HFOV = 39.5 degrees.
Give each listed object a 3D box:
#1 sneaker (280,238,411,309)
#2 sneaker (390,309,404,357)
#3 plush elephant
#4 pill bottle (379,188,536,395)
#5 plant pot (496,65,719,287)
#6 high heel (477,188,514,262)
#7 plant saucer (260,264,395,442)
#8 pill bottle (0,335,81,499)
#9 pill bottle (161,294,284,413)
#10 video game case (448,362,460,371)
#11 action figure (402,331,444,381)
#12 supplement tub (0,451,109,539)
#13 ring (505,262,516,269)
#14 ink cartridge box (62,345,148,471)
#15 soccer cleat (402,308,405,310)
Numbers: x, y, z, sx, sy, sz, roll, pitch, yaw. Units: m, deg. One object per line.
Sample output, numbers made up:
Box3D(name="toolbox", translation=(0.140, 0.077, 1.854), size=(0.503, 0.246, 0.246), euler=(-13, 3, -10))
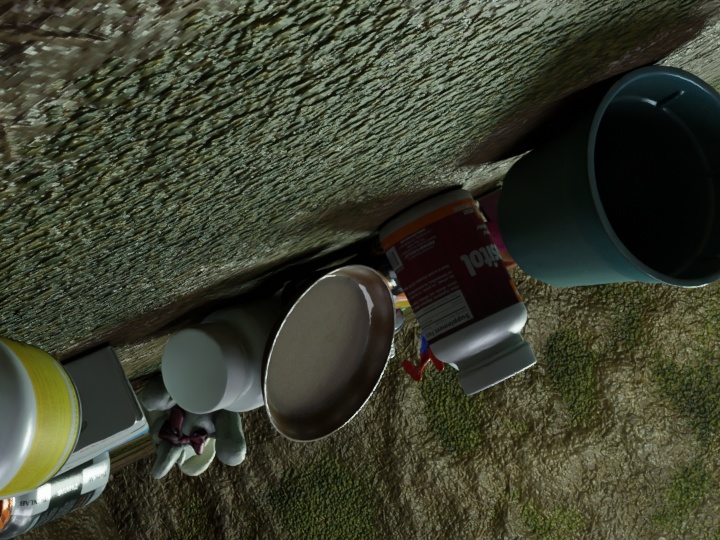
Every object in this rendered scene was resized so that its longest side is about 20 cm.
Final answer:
Box3D(name="sneaker", translation=(0.000, 0.000, 1.144), size=(0.198, 0.070, 0.091), euler=(-8, 132, -33))
Box3D(name="sneaker", translation=(0.026, 0.092, 1.387), size=(0.072, 0.071, 0.200), euler=(-26, -179, -12))
Box3D(name="plush elephant", translation=(-0.255, 0.228, 1.443), size=(0.155, 0.164, 0.200), euler=(-54, -170, 17))
Box3D(name="pill bottle", translation=(0.108, 0.024, 1.077), size=(0.112, 0.202, 0.113), euler=(-25, 174, -3))
Box3D(name="plant pot", translation=(0.244, -0.070, 0.981), size=(0.199, 0.202, 0.196), euler=(-22, 180, -26))
Box3D(name="high heel", translation=(0.114, -0.015, 1.217), size=(0.199, 0.097, 0.067), euler=(-30, 158, 11))
Box3D(name="plant saucer", translation=(-0.038, 0.085, 1.077), size=(0.032, 0.202, 0.199), euler=(24, -149, 39))
Box3D(name="pill bottle", translation=(-0.251, 0.093, 0.632), size=(0.111, 0.113, 0.200), euler=(-25, 173, -7))
Box3D(name="pill bottle", translation=(-0.122, 0.093, 1.108), size=(0.114, 0.115, 0.199), euler=(-29, 172, 28))
Box3D(name="video game case", translation=(0.147, 0.050, 1.339), size=(0.023, 0.184, 0.200), euler=(-6, 164, 18))
Box3D(name="action figure", translation=(0.095, 0.050, 1.354), size=(0.065, 0.099, 0.200), euler=(-26, -164, 30))
Box3D(name="supplement tub", translation=(-0.414, 0.257, 1.243), size=(0.122, 0.124, 0.200), euler=(-28, 174, 20))
Box3D(name="ring", translation=(0.222, -0.067, 1.300), size=(0.200, 0.019, 0.201), euler=(-40, -168, 11))
Box3D(name="ink cartridge box", translation=(-0.302, 0.155, 1.035), size=(0.144, 0.084, 0.200), euler=(-24, 173, -15))
Box3D(name="soccer cleat", translation=(0.084, 0.010, 1.475), size=(0.199, 0.068, 0.081), euler=(-31, 173, 15))
